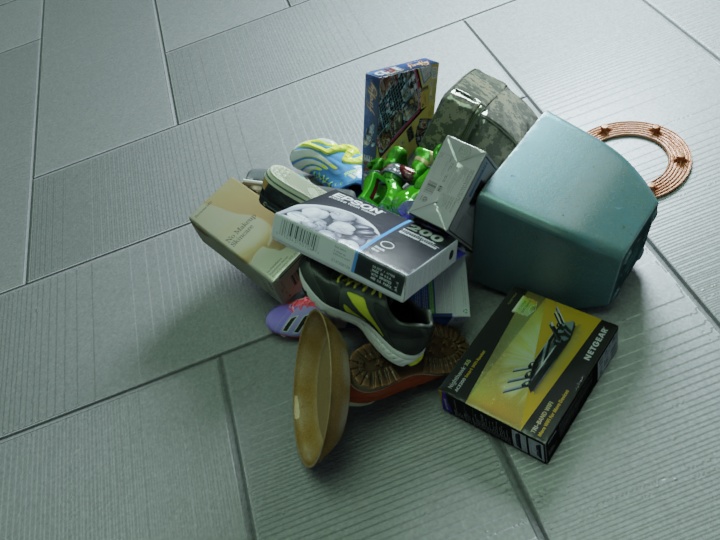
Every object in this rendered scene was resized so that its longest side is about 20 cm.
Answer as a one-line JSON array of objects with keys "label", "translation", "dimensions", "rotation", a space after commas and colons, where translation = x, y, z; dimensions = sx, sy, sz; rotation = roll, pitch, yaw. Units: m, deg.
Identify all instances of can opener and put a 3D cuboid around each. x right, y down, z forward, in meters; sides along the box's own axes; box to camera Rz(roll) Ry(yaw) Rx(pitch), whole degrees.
[{"label": "can opener", "translation": [-0.098, -0.132, 1.211], "dimensions": [0.198, 0.053, 0.067], "rotation": [8, 63, 13]}]

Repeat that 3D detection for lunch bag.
[{"label": "lunch bag", "translation": [0.206, -0.217, 1.215], "dimensions": [0.167, 0.140, 0.200], "rotation": [30, 33, 9]}]

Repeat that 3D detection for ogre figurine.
[{"label": "ogre figurine", "translation": [0.054, -0.126, 1.118], "dimensions": [0.199, 0.098, 0.120], "rotation": [18, 66, 37]}]

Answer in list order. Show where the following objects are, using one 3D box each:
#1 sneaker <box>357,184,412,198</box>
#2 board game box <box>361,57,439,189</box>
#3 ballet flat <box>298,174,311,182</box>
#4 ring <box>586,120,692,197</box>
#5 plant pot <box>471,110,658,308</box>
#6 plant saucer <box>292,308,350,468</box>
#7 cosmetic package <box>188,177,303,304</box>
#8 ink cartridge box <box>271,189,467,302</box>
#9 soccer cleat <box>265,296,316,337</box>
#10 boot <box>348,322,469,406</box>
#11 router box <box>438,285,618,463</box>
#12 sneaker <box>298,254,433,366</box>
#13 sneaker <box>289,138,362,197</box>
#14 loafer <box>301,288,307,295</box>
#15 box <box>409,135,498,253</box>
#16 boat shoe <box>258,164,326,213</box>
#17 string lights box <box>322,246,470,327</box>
[{"label": "sneaker", "translation": [0.066, -0.083, 1.202], "dimensions": [0.199, 0.084, 0.121], "rotation": [-19, 41, 9]}, {"label": "board game box", "translation": [0.064, -0.237, 1.240], "dimensions": [0.135, 0.201, 0.035], "rotation": [-24, 41, -36]}, {"label": "ballet flat", "translation": [-0.098, -0.064, 1.243], "dimensions": [0.067, 0.069, 0.201], "rotation": [-3, 60, 13]}, {"label": "ring", "translation": [0.435, -0.185, 1.227], "dimensions": [0.199, 0.019, 0.201], "rotation": [-8, 47, 9]}, {"label": "plant pot", "translation": [0.292, -0.061, 1.050], "dimensions": [0.199, 0.196, 0.197], "rotation": [29, 61, 24]}, {"label": "plant saucer", "translation": [-0.049, 0.151, 0.970], "dimensions": [0.035, 0.201, 0.201], "rotation": [4, 43, -17]}, {"label": "cosmetic package", "translation": [-0.160, -0.049, 1.164], "dimensions": [0.199, 0.071, 0.105], "rotation": [34, 71, 27]}, {"label": "ink cartridge box", "translation": [0.021, -0.047, 0.978], "dimensions": [0.197, 0.044, 0.200], "rotation": [25, 29, 22]}, {"label": "soccer cleat", "translation": [-0.050, 0.055, 1.118], "dimensions": [0.198, 0.077, 0.067], "rotation": [-3, 47, 14]}, {"label": "boot", "translation": [0.053, 0.131, 1.018], "dimensions": [0.199, 0.107, 0.075], "rotation": [-9, 64, -29]}, {"label": "router box", "translation": [0.221, 0.128, 0.982], "dimensions": [0.156, 0.052, 0.200], "rotation": [22, 58, 33]}, {"label": "sneaker", "translation": [0.013, 0.031, 0.947], "dimensions": [0.199, 0.085, 0.075], "rotation": [36, 44, 4]}, {"label": "sneaker", "translation": [-0.047, -0.173, 1.328], "dimensions": [0.198, 0.076, 0.106], "rotation": [6, 51, 21]}, {"label": "loafer", "translation": [0.000, 0.000, 1.159], "dimensions": [0.198, 0.068, 0.076], "rotation": [-6, 47, 12]}, {"label": "box", "translation": [0.147, -0.097, 1.041], "dimensions": [0.060, 0.200, 0.117], "rotation": [28, 91, 24]}, {"label": "boat shoe", "translation": [-0.061, -0.075, 1.089], "dimensions": [0.199, 0.062, 0.075], "rotation": [33, 27, -4]}, {"label": "string lights box", "translation": [0.046, 0.023, 1.039], "dimensions": [0.198, 0.059, 0.104], "rotation": [1, 71, -7]}]
